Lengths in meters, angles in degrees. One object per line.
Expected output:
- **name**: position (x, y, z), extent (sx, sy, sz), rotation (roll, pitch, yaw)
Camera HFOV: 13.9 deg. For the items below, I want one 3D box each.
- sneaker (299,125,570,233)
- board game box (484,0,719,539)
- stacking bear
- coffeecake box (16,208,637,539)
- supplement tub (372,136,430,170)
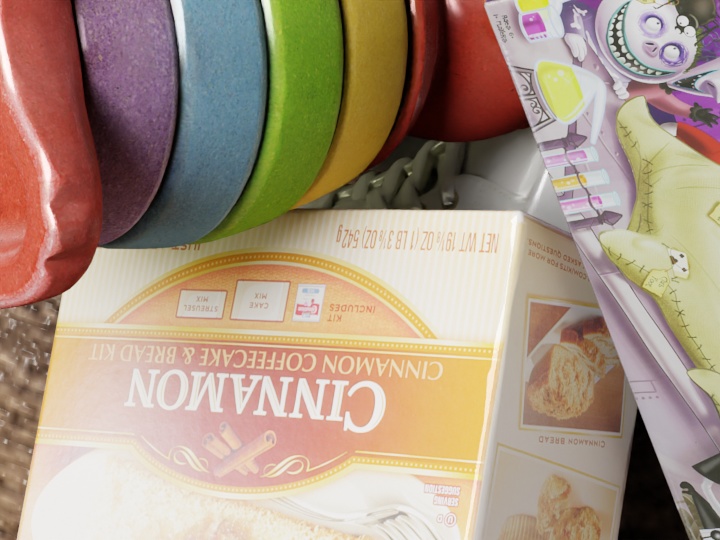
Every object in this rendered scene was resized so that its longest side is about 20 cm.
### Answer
- **sneaker**: position (0.000, 0.000, 0.877), extent (0.200, 0.085, 0.073), rotation (-52, 15, 34)
- **board game box**: position (0.119, 0.005, 0.733), extent (0.120, 0.032, 0.200), rotation (-11, 117, 25)
- **stacking bear**: position (-0.027, -0.063, 0.757), extent (0.114, 0.200, 0.122), rotation (-8, 91, 55)
- **coffeecake box**: position (-0.016, 0.088, 0.788), extent (0.153, 0.073, 0.200), rotation (2, 78, 37)
- **supplement tub**: position (-0.066, -0.107, 0.871), extent (0.145, 0.200, 0.146), rotation (-21, 63, 52)
